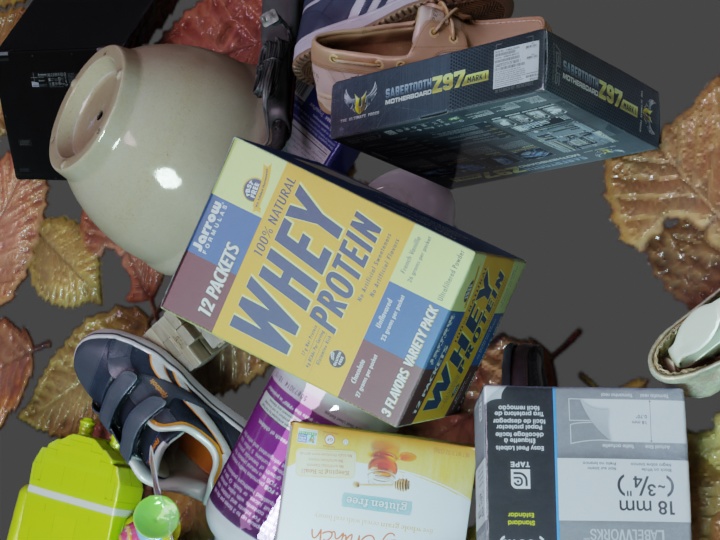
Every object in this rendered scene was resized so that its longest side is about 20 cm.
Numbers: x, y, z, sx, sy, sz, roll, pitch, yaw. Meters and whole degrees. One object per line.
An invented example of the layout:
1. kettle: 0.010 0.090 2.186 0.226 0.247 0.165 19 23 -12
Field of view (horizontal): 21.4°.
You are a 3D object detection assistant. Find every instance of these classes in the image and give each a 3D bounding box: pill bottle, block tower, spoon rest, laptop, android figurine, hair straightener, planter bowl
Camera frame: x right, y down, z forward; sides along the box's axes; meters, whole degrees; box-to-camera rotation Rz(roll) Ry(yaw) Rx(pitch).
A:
1. pill bottle: -0.055 0.171 1.508 0.112 0.112 0.201 34 99 41
2. block tower: -0.132 0.043 1.618 0.054 0.058 0.200 51 125 4
3. spoon rest: 0.000 0.000 1.559 0.200 0.061 0.099 -48 52 3
4. laptop: -0.254 -0.198 1.854 0.186 0.116 0.202 4 108 41
5. android figurine: -0.252 0.233 1.706 0.181 0.041 0.202 5 82 41
6. hair straightener: -0.077 -0.184 1.605 0.041 0.077 0.201 -2 59 20
7. planter bowl: -0.183 -0.113 1.648 0.200 0.134 0.201 -36 41 39

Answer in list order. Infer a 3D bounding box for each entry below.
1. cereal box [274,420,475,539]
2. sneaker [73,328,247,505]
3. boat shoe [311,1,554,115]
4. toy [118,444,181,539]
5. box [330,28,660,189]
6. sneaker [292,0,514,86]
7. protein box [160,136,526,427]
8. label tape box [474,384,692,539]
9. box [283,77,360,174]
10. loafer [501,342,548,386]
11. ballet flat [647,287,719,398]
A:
1. cereal box: 0.004 0.221 1.424 0.040 0.143 0.202 151 126 -84
2. sneaker: -0.173 0.122 1.595 0.199 0.079 0.079 32 124 18
3. boat shoe: 0.055 -0.174 1.499 0.198 0.070 0.074 -11 32 11
4. toy: -0.169 0.234 1.545 0.200 0.047 0.116 102 155 -61
5. box: 0.101 -0.116 1.429 0.199 0.157 0.051 -9 71 39
6. sneaker: 0.033 -0.230 1.580 0.199 0.070 0.109 -15 54 25
7. protein box: -0.007 0.009 1.413 0.198 0.200 0.136 26 95 14
8. label tape box: 0.153 0.183 1.309 0.143 0.063 0.202 1 74 -4
9. box: -0.074 -0.084 1.652 0.121 0.032 0.201 43 105 40
10. loafer: 0.143 0.149 1.387 0.063 0.072 0.202 -8 77 18
11. ballet flat: 0.279 0.019 1.302 0.200 0.062 0.068 -45 54 21
